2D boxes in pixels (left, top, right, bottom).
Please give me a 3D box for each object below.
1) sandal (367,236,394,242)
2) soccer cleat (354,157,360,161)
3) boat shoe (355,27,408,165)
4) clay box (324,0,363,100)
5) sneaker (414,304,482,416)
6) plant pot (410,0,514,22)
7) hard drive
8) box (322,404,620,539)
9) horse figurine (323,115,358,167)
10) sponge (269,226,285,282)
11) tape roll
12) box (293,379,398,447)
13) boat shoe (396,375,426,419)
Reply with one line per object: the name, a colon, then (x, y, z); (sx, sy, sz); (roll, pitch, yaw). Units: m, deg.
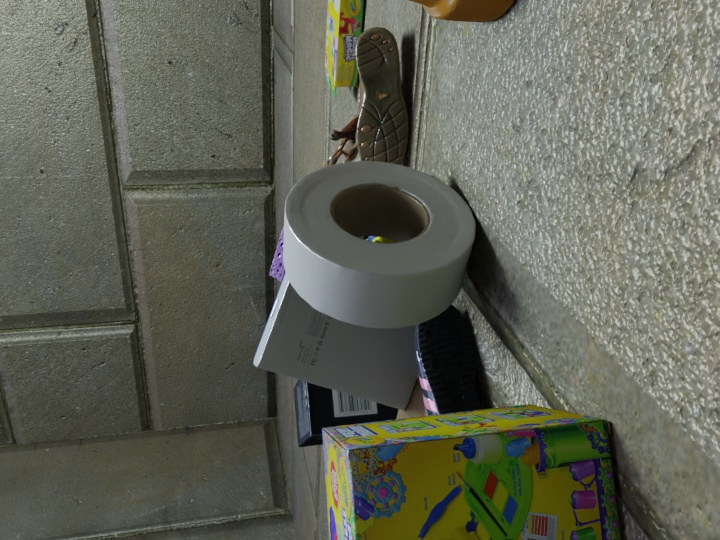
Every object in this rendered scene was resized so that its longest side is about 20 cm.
sandal: (0.000, 0.000, 0.812); (0.087, 0.200, 0.080); (20, 149, 50)
soccer cleat: (0.009, -0.148, 1.011); (0.086, 0.068, 0.200); (-57, 7, 11)
boat shoe: (0.032, -0.228, 0.881); (0.068, 0.071, 0.202); (-67, -25, -70)
clay box: (-0.032, -0.423, 1.149); (0.115, 0.047, 0.202); (-109, 19, -51)
sneaker: (0.090, 0.135, 0.682); (0.082, 0.069, 0.202); (116, 151, -60)
plant pot: (0.036, -0.326, 0.550); (0.200, 0.181, 0.203); (177, 90, -77)
hard drive: (-0.011, 0.075, 0.744); (0.025, 0.198, 0.133); (17, 86, 64)
box: (0.078, 0.215, 0.473); (0.122, 0.190, 0.203); (153, 113, -76)
horse figurine: (-0.021, -0.213, 1.077); (0.133, 0.050, 0.200); (-58, 3, -11)
sponge: (-0.099, -0.070, 1.162); (0.200, 0.030, 0.112); (-51, -16, -57)
tape roll: (0.018, -0.034, 0.672); (0.203, 0.200, 0.071); (-107, 18, -48)
box: (-0.027, 0.225, 1.054); (0.200, 0.147, 0.108); (119, 146, -67)
boat shoe: (0.076, 0.223, 0.777); (0.072, 0.064, 0.202); (12, 87, 68)
